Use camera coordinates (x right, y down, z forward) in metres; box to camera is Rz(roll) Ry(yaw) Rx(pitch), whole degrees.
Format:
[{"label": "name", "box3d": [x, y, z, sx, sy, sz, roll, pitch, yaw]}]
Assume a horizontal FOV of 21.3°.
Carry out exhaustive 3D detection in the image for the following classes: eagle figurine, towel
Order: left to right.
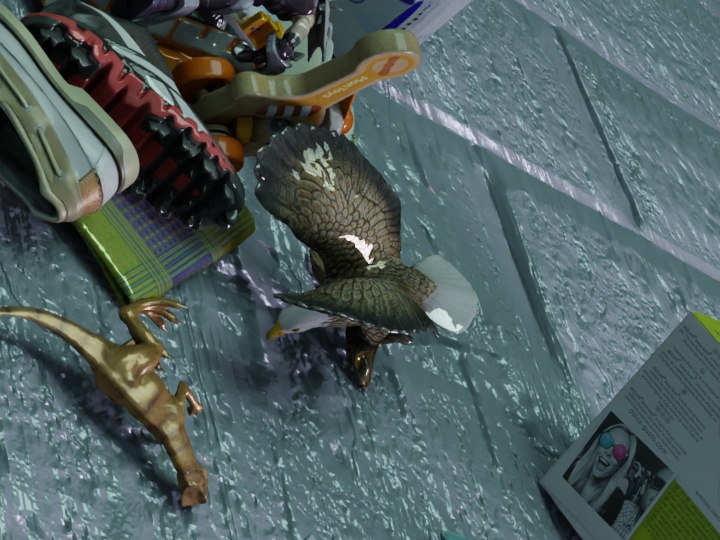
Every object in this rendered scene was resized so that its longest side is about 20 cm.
[{"label": "towel", "box3d": [-0.154, -0.055, 1.334, 0.144, 0.023, 0.200, 52, 27, -2]}, {"label": "eagle figurine", "box3d": [-0.005, 0.005, 1.360, 0.151, 0.200, 0.151, 25, 66, 16]}]

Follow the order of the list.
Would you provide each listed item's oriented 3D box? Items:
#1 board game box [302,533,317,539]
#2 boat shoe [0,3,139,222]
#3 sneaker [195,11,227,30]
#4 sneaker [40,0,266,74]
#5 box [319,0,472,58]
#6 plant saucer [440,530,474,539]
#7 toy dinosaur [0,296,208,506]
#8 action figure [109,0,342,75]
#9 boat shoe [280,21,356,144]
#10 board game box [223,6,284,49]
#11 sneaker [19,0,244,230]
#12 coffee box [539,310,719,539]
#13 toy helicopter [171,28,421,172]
[{"label": "board game box", "box3d": [-0.036, 0.260, 0.937, 0.200, 0.199, 0.041, 51, 26, -3]}, {"label": "boat shoe", "box3d": [-0.233, -0.111, 1.211, 0.200, 0.075, 0.068, 40, 52, 12]}, {"label": "sneaker", "box3d": [-0.188, -0.247, 1.481, 0.200, 0.081, 0.083, 45, 9, -28]}, {"label": "sneaker", "box3d": [-0.163, -0.180, 1.429, 0.200, 0.078, 0.077, 34, 1, -23]}, {"label": "box", "box3d": [0.002, -0.301, 1.791, 0.184, 0.105, 0.200, 55, 26, 4]}, {"label": "plant saucer", "box3d": [0.138, 0.241, 1.332, 0.200, 0.036, 0.200, 25, -2, 1]}, {"label": "toy dinosaur", "box3d": [-0.147, 0.057, 1.164, 0.200, 0.060, 0.106, 45, 29, -15]}, {"label": "action figure", "box3d": [-0.091, -0.210, 1.387, 0.200, 0.069, 0.131, -1, 72, -37]}, {"label": "boat shoe", "box3d": [-0.047, -0.141, 1.566, 0.202, 0.072, 0.060, -111, -168, -52]}, {"label": "board game box", "box3d": [-0.119, -0.277, 1.509, 0.200, 0.026, 0.200, 53, 16, -20]}, {"label": "sneaker", "box3d": [-0.151, -0.113, 1.305, 0.200, 0.071, 0.098, 42, 31, -16]}, {"label": "coffee box", "box3d": [0.311, 0.185, 1.535, 0.199, 0.198, 0.200, 20, 25, -47]}, {"label": "toy helicopter", "box3d": [-0.033, -0.121, 1.361, 0.132, 0.200, 0.079, 15, 61, -47]}]
